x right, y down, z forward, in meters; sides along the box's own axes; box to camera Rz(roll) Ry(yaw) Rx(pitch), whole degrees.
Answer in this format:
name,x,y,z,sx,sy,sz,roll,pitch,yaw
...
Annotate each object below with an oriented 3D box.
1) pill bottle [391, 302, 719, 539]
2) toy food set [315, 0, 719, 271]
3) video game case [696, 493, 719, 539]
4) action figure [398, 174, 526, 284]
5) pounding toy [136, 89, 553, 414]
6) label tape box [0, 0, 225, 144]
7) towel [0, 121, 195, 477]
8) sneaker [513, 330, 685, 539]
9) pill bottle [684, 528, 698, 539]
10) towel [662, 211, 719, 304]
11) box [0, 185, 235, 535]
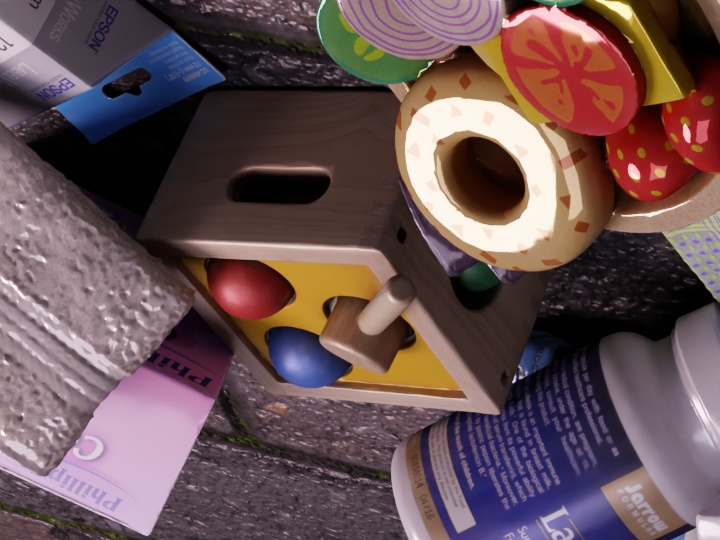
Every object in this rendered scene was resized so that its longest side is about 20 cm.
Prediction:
name,x,y,z,sx,sy,sz,roll,pitch,yaw
pill bottle,0.127,0.103,1.243,0.200,0.116,0.116,-29,131,18
toy food set,0.064,-0.087,0.893,0.200,0.049,0.198,-7,125,51
video game case,0.288,0.089,1.103,0.182,0.200,0.023,-1,110,40
action figure,0.123,-0.053,1.012,0.200,0.130,0.069,-24,90,27
pounding toy,0.000,0.000,1.198,0.200,0.142,0.184,3,148,33
label tape box,-0.193,-0.121,1.211,0.200,0.066,0.143,38,149,-24
towel,-0.198,-0.004,1.184,0.200,0.133,0.034,41,-170,-3
sneaker,0.154,0.104,1.347,0.200,0.066,0.078,39,155,-26
pill bottle,0.295,0.177,1.328,0.200,0.111,0.111,11,151,21
towel,0.229,-0.022,1.118,0.200,0.023,0.144,-4,144,41
box,-0.165,0.037,1.317,0.176,0.200,0.097,26,111,-4
